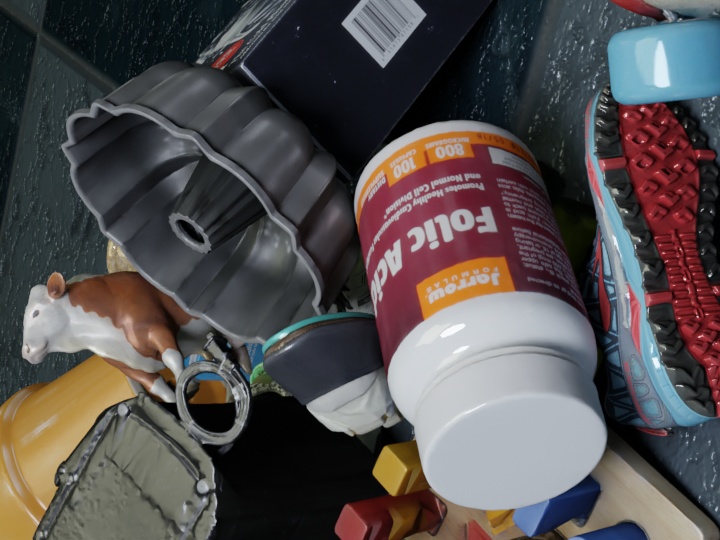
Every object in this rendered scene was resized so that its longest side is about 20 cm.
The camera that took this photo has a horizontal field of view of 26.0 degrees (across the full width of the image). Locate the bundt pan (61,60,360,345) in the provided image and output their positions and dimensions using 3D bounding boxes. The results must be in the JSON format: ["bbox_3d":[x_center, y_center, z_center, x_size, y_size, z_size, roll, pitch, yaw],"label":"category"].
[{"bbox_3d":[-0.083,-0.047,0.960,0.076,0.202,0.202,-51,17,-29],"label":"bundt pan"}]

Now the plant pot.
[{"bbox_3d":[-0.205,0.151,1.333,0.183,0.200,0.201,-45,47,27],"label":"plant pot"}]

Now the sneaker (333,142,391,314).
[{"bbox_3d":[0.000,0.000,1.083,0.076,0.087,0.201,43,119,53],"label":"sneaker"}]

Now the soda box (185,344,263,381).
[{"bbox_3d":[-0.094,-0.012,1.272,0.064,0.068,0.201,42,121,53],"label":"soda box"}]

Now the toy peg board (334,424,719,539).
[{"bbox_3d":[0.067,0.169,0.895,0.200,0.098,0.200,43,123,35],"label":"toy peg board"}]

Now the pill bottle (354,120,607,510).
[{"bbox_3d":[0.064,0.022,0.853,0.114,0.114,0.200,-58,30,37],"label":"pill bottle"}]

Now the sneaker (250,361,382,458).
[{"bbox_3d":[-0.052,0.080,1.164,0.077,0.088,0.200,-63,37,32],"label":"sneaker"}]

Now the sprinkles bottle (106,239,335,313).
[{"bbox_3d":[-0.096,-0.002,1.184,0.199,0.068,0.069,11,95,27],"label":"sprinkles bottle"}]

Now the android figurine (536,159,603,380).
[{"bbox_3d":[0.086,0.034,0.985,0.182,0.041,0.201,48,125,51],"label":"android figurine"}]

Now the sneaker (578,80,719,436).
[{"bbox_3d":[0.145,-0.007,0.857,0.095,0.079,0.201,-36,55,54],"label":"sneaker"}]

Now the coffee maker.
[{"bbox_3d":[-0.073,0.139,0.978,0.192,0.200,0.135,-37,70,25],"label":"coffee maker"}]

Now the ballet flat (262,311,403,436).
[{"bbox_3d":[0.002,0.062,0.929,0.073,0.200,0.073,-1,88,16],"label":"ballet flat"}]

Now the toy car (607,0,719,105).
[{"bbox_3d":[0.160,-0.177,0.791,0.200,0.176,0.185,-173,77,-72],"label":"toy car"}]

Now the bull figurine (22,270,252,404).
[{"bbox_3d":[-0.134,0.042,1.056,0.122,0.200,0.065,50,123,15],"label":"bull figurine"}]

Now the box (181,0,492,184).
[{"bbox_3d":[-0.033,-0.141,1.059,0.200,0.104,0.182,-53,17,-29],"label":"box"}]
